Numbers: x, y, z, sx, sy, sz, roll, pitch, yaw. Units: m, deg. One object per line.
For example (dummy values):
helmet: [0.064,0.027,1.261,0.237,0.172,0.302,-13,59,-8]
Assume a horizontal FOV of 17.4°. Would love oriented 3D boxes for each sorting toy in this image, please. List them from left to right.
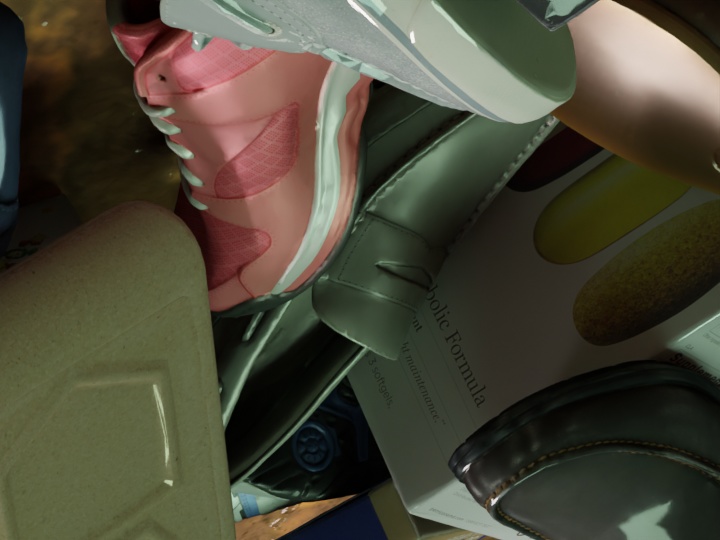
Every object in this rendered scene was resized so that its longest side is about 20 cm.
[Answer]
sorting toy: [-0.115,0.097,0.698,0.185,0.036,0.200,-33,134,-31]

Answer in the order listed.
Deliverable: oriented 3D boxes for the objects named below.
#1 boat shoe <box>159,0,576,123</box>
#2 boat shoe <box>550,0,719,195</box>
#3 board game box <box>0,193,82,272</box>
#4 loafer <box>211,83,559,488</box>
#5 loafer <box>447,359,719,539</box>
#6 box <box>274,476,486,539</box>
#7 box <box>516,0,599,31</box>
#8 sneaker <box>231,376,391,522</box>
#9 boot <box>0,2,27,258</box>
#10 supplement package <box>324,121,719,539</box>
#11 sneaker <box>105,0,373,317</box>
boat shoe: [-0.030,-0.093,0.582,0.071,0.070,0.201,-30,130,33]
boat shoe: [0.128,-0.059,0.737,0.070,0.200,0.070,-60,180,-28]
board game box: [-0.164,0.080,0.765,0.200,0.064,0.148,-20,120,-11]
loafer: [0.000,0.000,0.809,0.200,0.070,0.070,-45,144,20]
loafer: [0.108,0.080,0.802,0.073,0.072,0.200,-40,149,30]
box: [-0.044,0.136,0.963,0.200,0.032,0.121,-28,169,18]
box: [0.041,-0.161,0.503,0.158,0.050,0.200,-34,133,21]
sneaker: [-0.066,0.063,0.907,0.200,0.076,0.077,-3,166,-33]
boot: [-0.145,0.017,0.671,0.090,0.073,0.200,-9,127,-34]
supplement package: [0.099,-0.001,0.858,0.200,0.114,0.109,-35,153,19]
sneaker: [-0.039,-0.063,0.692,0.087,0.074,0.200,0,140,-23]
